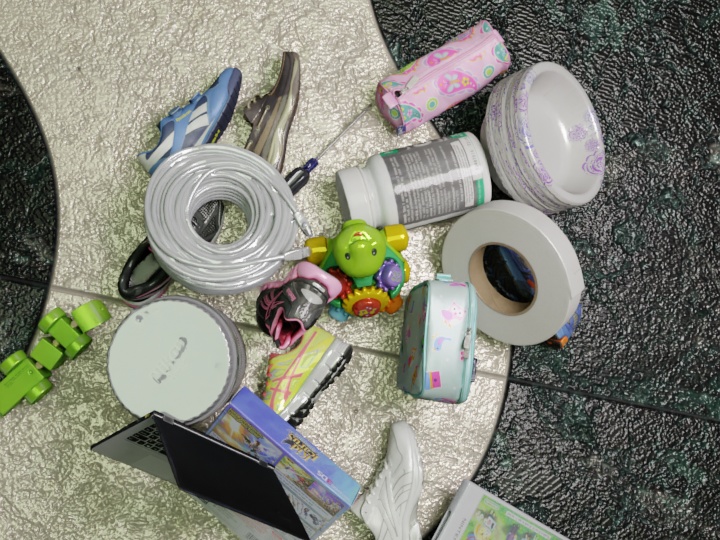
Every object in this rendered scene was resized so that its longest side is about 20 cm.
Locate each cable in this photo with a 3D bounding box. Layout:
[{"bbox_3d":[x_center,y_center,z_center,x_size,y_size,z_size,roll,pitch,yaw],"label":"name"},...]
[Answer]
[{"bbox_3d":[-0.181,-0.068,1.046,0.199,0.069,0.201,-22,78,-19],"label":"cable"}]

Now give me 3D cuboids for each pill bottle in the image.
[{"bbox_3d":[0.072,-0.116,1.114,0.198,0.113,0.114,-15,86,-7],"label":"pill bottle"}]

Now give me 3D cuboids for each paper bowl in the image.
[{"bbox_3d":[0.245,-0.177,1.114,0.199,0.104,0.203,12,71,-39],"label":"paper bowl"}]

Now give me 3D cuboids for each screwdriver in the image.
[{"bbox_3d":[-0.053,-0.170,1.156,0.028,0.029,0.200,44,79,1],"label":"screwdriver"}]

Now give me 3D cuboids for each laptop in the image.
[{"bbox_3d":[-0.187,0.253,0.916,0.187,0.199,0.117,36,39,-35],"label":"laptop"}]

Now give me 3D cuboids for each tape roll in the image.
[{"bbox_3d":[0.200,0.005,1.077,0.037,0.203,0.204,-31,87,-41],"label":"tape roll"}]

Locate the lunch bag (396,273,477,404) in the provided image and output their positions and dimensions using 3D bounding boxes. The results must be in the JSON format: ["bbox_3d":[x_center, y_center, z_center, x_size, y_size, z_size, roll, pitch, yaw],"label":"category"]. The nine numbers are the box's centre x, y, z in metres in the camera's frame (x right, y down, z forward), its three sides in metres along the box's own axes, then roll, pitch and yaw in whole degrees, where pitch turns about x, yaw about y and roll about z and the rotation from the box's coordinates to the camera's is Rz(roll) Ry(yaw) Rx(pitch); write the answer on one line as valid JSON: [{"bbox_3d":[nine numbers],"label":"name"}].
[{"bbox_3d":[0.101,0.088,1.052,0.076,0.200,0.162,8,84,-6],"label":"lunch bag"}]

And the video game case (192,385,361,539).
[{"bbox_3d":[-0.127,0.274,1.042,0.200,0.045,0.181,41,123,0],"label":"video game case"}]

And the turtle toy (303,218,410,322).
[{"bbox_3d":[0.000,0.000,1.062,0.144,0.201,0.102,-9,54,-2],"label":"turtle toy"}]

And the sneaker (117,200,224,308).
[{"bbox_3d":[-0.257,-0.032,1.091,0.080,0.086,0.201,33,82,-3],"label":"sneaker"}]

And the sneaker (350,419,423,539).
[{"bbox_3d":[0.035,0.305,1.089,0.098,0.078,0.202,2,83,-1],"label":"sneaker"}]

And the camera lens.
[{"bbox_3d":[-0.229,0.115,1.021,0.158,0.200,0.162,0,84,-5],"label":"camera lens"}]

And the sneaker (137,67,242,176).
[{"bbox_3d":[-0.235,-0.207,1.118,0.082,0.074,0.201,31,82,1],"label":"sneaker"}]

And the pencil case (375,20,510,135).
[{"bbox_3d":[0.116,-0.276,1.149,0.199,0.087,0.088,-31,88,-8],"label":"pencil case"}]

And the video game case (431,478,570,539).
[{"bbox_3d":[0.176,0.409,1.089,0.199,0.022,0.183,33,82,-19],"label":"video game case"}]

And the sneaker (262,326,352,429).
[{"bbox_3d":[-0.103,0.159,1.099,0.090,0.078,0.200,39,81,15],"label":"sneaker"}]

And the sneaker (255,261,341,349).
[{"bbox_3d":[-0.098,0.062,1.037,0.079,0.200,0.096,29,62,-12],"label":"sneaker"}]

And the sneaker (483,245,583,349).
[{"bbox_3d":[0.242,0.014,1.146,0.078,0.075,0.201,-37,93,-21],"label":"sneaker"}]

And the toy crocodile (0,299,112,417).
[{"bbox_3d":[-0.421,0.116,1.080,0.067,0.062,0.200,42,87,0],"label":"toy crocodile"}]

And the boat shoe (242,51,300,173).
[{"bbox_3d":[-0.131,-0.217,1.127,0.073,0.075,0.202,13,82,-4],"label":"boat shoe"}]
